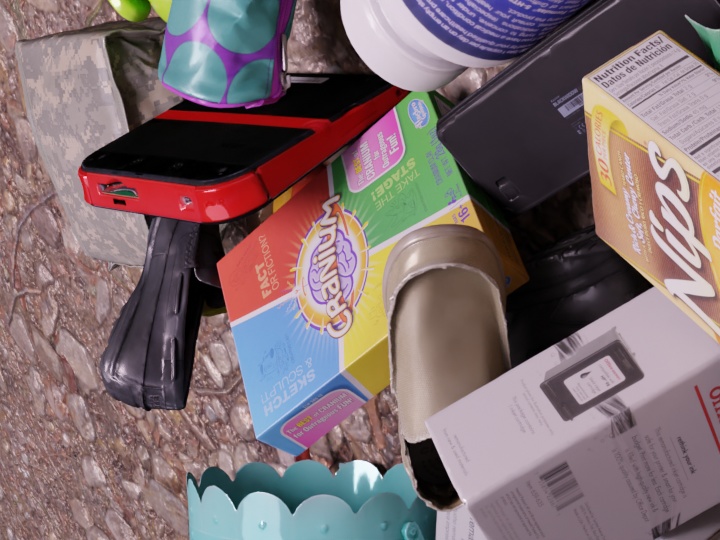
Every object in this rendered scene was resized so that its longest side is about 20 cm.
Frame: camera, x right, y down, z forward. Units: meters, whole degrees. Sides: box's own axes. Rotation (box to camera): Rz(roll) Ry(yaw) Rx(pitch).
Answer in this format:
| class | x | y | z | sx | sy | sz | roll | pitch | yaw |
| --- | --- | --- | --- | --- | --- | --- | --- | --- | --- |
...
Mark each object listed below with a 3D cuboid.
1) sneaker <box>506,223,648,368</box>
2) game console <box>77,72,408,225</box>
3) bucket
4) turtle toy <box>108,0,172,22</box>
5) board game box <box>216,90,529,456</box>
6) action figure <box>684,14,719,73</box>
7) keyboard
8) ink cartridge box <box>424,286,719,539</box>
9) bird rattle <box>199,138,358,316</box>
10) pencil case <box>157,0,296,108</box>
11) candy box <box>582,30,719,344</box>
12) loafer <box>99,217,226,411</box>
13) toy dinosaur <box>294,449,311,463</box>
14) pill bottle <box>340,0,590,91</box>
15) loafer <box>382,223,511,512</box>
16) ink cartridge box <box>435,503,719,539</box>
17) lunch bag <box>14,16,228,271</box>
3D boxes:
| class | x | y | z | sx | sy | sz | roll | pitch | yaw |
| --- | --- | --- | --- | --- | --- | --- | --- | --- | --- |
| sneaker | 0.106 | 0.037 | 0.882 | 0.199 | 0.076 | 0.092 | -22 | 96 | 54 |
| game console | -0.086 | -0.090 | 0.960 | 0.199 | 0.176 | 0.031 | 10 | 126 | 47 |
| bucket | -0.033 | 0.217 | 1.019 | 0.206 | 0.205 | 0.137 | 0 | 89 | 50 |
| turtle toy | -0.166 | -0.254 | 1.015 | 0.101 | 0.145 | 0.201 | -37 | 80 | 31 |
| board game box | 0.000 | 0.000 | 0.889 | 0.199 | 0.040 | 0.154 | -39 | 46 | 23 |
| action figure | 0.231 | -0.034 | 0.695 | 0.118 | 0.054 | 0.202 | 24 | 137 | 52 |
| keyboard | 0.142 | -0.081 | 0.774 | 0.127 | 0.021 | 0.199 | 47 | 136 | -11 |
| ink cartridge box | 0.150 | 0.088 | 0.769 | 0.116 | 0.198 | 0.067 | 59 | -178 | -41 |
| bird rattle | -0.030 | -0.021 | 0.999 | 0.199 | 0.112 | 0.166 | -7 | 88 | 49 |
| pencil case | -0.068 | -0.207 | 0.899 | 0.091 | 0.085 | 0.203 | 17 | 103 | 14 |
| candy box | 0.189 | -0.013 | 0.663 | 0.200 | 0.055 | 0.116 | 47 | 161 | 39 |
| loafer | -0.122 | 0.005 | 0.994 | 0.069 | 0.203 | 0.068 | 13 | 159 | 11 |
| toy dinosaur | -0.007 | 0.252 | 1.131 | 0.180 | 0.105 | 0.202 | 24 | 118 | 19 |
| pill bottle | 0.074 | -0.182 | 0.757 | 0.200 | 0.119 | 0.121 | -35 | 82 | 52 |
| loafer | 0.054 | 0.062 | 0.801 | 0.069 | 0.074 | 0.202 | -101 | 3 | -49 |
| ink cartridge box | 0.146 | 0.171 | 0.894 | 0.199 | 0.082 | 0.148 | 28 | 130 | 39 |
| lunch bag | -0.180 | -0.097 | 1.119 | 0.163 | 0.117 | 0.203 | 7 | 111 | 51 |
